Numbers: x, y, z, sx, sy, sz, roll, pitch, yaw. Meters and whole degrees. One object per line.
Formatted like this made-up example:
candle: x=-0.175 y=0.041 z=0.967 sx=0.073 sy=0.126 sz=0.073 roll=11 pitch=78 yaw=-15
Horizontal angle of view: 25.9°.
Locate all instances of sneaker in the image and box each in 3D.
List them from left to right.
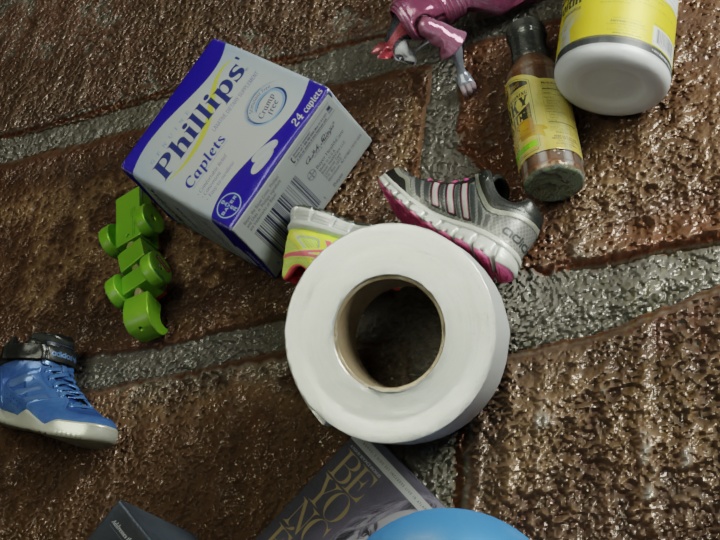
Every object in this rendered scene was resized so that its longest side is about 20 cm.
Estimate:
sneaker: x=-0.324 y=0.122 z=1.671 sx=0.199 sy=0.077 sz=0.112 roll=7 pitch=76 yaw=42
sneaker: x=0.000 y=0.000 z=1.555 sx=0.199 sy=0.078 sz=0.091 roll=16 pitch=83 yaw=41
sneaker: x=0.101 y=-0.061 z=1.524 sx=0.087 sy=0.074 sz=0.200 roll=-46 pitch=45 yaw=-13

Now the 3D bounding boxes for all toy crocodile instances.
toy crocodile: x=-0.240 y=-0.012 z=1.717 sx=0.067 sy=0.062 sz=0.201 roll=-32 pitch=45 yaw=19

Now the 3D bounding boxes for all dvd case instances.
dvd case: x=-0.022 y=0.257 z=1.441 sx=0.200 sy=0.016 sz=0.149 roll=-46 pitch=49 yaw=-1

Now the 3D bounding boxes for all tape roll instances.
tape roll: x=0.033 y=0.061 z=1.441 sx=0.201 sy=0.071 sz=0.204 roll=-2 pitch=83 yaw=15

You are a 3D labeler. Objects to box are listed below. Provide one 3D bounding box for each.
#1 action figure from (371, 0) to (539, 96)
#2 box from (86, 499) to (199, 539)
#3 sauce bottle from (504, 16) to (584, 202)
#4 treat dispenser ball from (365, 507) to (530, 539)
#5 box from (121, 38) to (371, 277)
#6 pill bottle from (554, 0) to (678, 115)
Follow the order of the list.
action figure: x=0.093 y=-0.283 z=1.621 sx=0.200 sy=0.149 sz=0.134 roll=-37 pitch=54 yaw=-11
box: x=-0.197 y=0.354 z=1.415 sx=0.197 sy=0.124 sz=0.200 roll=-51 pitch=49 yaw=3
sauce bottle: x=0.176 y=-0.162 z=1.543 sx=0.064 sy=0.065 sz=0.201 roll=-21 pitch=52 yaw=20
treat dispenser ball: x=0.070 y=0.290 z=1.242 sx=0.200 sy=0.201 sz=0.202 roll=-15 pitch=55 yaw=24
box: x=-0.125 y=-0.124 z=1.679 sx=0.200 sy=0.105 sz=0.184 roll=27 pitch=78 yaw=40
pill bottle: x=0.253 y=-0.260 z=1.520 sx=0.112 sy=0.112 sz=0.201 roll=-5 pitch=60 yaw=29
